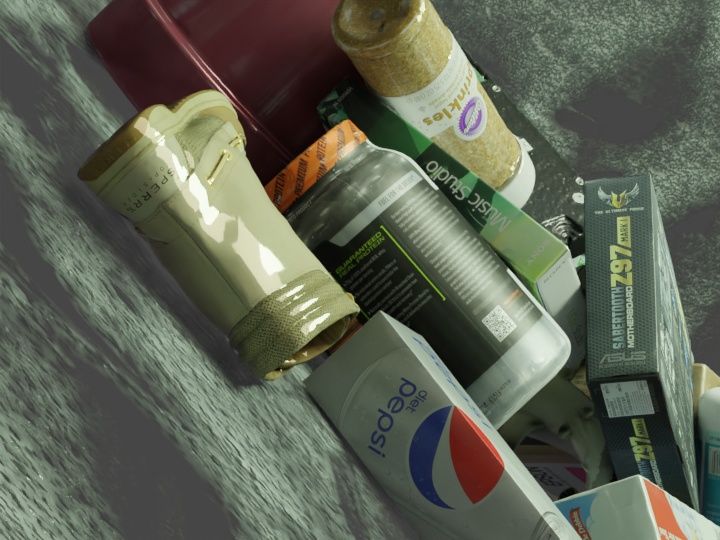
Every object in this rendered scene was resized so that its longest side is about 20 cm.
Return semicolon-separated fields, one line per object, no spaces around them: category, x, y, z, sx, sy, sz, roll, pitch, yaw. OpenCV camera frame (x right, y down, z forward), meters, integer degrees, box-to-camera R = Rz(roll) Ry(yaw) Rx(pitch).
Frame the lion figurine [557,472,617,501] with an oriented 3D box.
lion figurine;0.204;0.223;1.679;0.123;0.072;0.201;55;17;-33

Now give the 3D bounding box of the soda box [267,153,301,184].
soda box;0.000;0.000;1.580;0.068;0.064;0.200;51;7;35

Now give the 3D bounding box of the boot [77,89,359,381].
boot;-0.065;-0.019;1.252;0.156;0.073;0.200;48;9;1

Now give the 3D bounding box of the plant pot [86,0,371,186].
plant pot;-0.058;-0.154;1.590;0.200;0.179;0.200;48;6;-7

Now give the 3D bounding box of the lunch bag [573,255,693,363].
lunch bag;0.174;0.069;1.920;0.160;0.076;0.200;39;-26;-5

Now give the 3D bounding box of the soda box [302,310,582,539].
soda box;0.056;0.119;1.286;0.200;0.063;0.068;52;8;26

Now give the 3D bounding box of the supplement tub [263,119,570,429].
supplement tub;0.023;0.013;1.414;0.200;0.122;0.123;49;7;1

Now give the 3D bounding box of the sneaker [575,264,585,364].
sneaker;0.102;0.005;1.707;0.200;0.074;0.089;39;-19;16

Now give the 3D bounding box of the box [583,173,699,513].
box;0.186;0.058;1.535;0.200;0.051;0.159;68;21;-52

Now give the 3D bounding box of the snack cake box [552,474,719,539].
snack cake box;0.191;0.210;1.470;0.200;0.067;0.116;35;38;-61

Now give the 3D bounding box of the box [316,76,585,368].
box;0.065;-0.030;1.515;0.200;0.036;0.144;38;-10;27

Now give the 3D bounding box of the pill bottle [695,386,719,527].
pill bottle;0.284;0.184;1.608;0.111;0.110;0.202;-90;-177;-86

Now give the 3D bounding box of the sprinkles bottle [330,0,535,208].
sprinkles bottle;0.050;-0.111;1.540;0.200;0.068;0.068;53;2;-46

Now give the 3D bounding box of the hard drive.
hard drive;0.070;-0.074;1.674;0.200;0.139;0.038;51;-37;27

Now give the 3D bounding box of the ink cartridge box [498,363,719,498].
ink cartridge box;0.208;0.129;1.759;0.200;0.164;0.076;34;57;-60

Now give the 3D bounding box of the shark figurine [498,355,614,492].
shark figurine;0.150;0.130;1.589;0.090;0.128;0.215;55;3;-33
